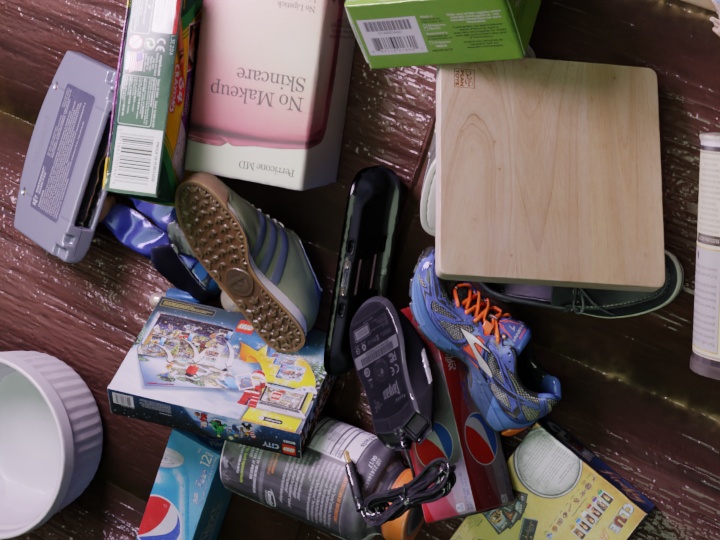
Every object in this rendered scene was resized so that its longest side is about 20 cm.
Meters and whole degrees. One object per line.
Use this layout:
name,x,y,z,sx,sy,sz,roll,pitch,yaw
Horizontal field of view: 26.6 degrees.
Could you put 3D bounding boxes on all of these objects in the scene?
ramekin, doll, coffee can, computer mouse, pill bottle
ramekin,-0.374,0.181,1.648,0.199,0.105,0.202,3,97,24
doll,-0.186,-0.019,1.570,0.199,0.048,0.137,36,107,11
coffee can,0.353,-0.013,1.274,0.145,0.146,0.202,3,98,24
computer mouse,0.027,0.134,1.404,0.140,0.046,0.201,-41,59,42
pill bottle,-0.030,0.201,1.494,0.199,0.106,0.107,20,104,20

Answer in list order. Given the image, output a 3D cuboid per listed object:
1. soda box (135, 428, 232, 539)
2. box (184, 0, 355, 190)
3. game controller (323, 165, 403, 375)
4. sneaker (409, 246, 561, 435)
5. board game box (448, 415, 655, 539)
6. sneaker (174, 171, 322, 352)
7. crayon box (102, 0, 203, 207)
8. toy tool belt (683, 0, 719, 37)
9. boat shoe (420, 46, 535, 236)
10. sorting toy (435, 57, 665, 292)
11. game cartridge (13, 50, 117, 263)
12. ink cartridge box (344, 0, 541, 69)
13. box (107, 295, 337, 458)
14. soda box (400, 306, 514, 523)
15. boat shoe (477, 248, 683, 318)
soda box,-0.185,0.259,1.592,0.064,0.068,0.201,24,106,19
box,-0.084,-0.187,1.463,0.127,0.109,0.202,10,100,15
game controller,0.000,0.000,1.457,0.042,0.104,0.202,14,102,26
sneaker,0.119,0.057,1.394,0.078,0.075,0.200,-23,111,41
board game box,0.168,0.259,1.452,0.135,0.035,0.201,40,110,15
sneaker,-0.103,-0.022,1.484,0.067,0.090,0.201,-20,112,33
crayon box,-0.186,-0.166,1.464,0.058,0.173,0.202,8,90,8
toy tool belt,0.367,-0.263,1.253,0.123,0.125,0.200,45,111,4
boat shoe,0.104,-0.129,1.420,0.072,0.060,0.203,14,111,-21
sorting toy,0.159,-0.079,1.338,0.197,0.070,0.202,4,74,-9
game cartridge,-0.301,-0.121,1.583,0.133,0.041,0.201,28,102,44
ink cartridge box,0.086,-0.275,1.337,0.147,0.201,0.076,0,140,24
box,-0.130,0.102,1.495,0.198,0.137,0.038,12,133,13
soda box,0.081,0.131,1.434,0.063,0.070,0.202,-21,76,38
boat shoe,0.195,0.006,1.395,0.199,0.062,0.075,5,97,22
